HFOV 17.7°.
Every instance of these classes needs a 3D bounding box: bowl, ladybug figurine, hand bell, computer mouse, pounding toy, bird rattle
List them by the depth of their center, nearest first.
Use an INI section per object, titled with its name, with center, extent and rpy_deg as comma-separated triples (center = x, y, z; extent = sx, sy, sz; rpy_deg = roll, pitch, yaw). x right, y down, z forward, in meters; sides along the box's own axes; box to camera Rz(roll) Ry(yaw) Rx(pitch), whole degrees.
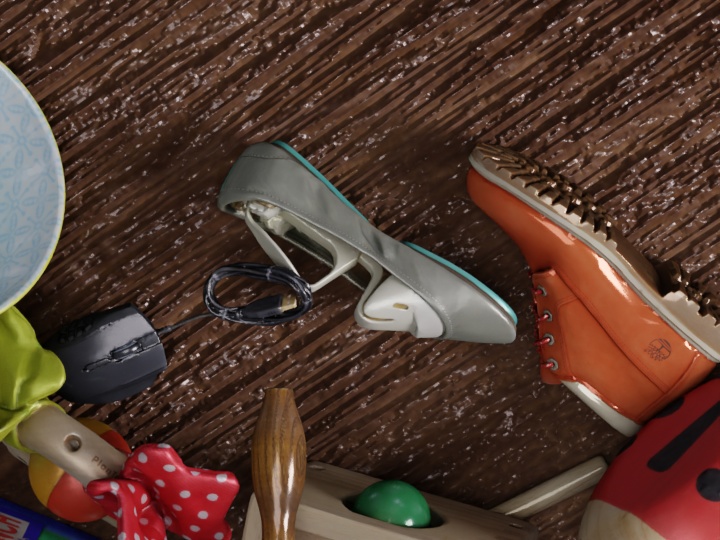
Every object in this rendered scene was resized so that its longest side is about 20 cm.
[hand bell]
center = -0.046, 0.168, 1.335
extent = 0.104, 0.104, 0.200
rpy_deg = 0, 84, 6
[ladybug figurine]
center = 0.203, 0.125, 1.358
extent = 0.200, 0.136, 0.072
rpy_deg = -43, 122, -21
[bowl]
center = -0.290, -0.043, 1.390
extent = 0.200, 0.200, 0.108
rpy_deg = 52, 145, -6
[bird rattle]
center = -0.163, 0.113, 1.400
extent = 0.200, 0.163, 0.113
rpy_deg = 25, 77, 6
[computer mouse]
center = -0.118, 0.040, 1.410
extent = 0.200, 0.034, 0.059
rpy_deg = -21, 103, 28
[pounding toy]
center = 0.032, 0.198, 1.419
extent = 0.184, 0.142, 0.200
rpy_deg = 15, 101, 17

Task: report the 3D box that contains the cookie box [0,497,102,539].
[cookie box]
center = -0.192, 0.215, 1.414
extent = 0.200, 0.171, 0.075
rpy_deg = 22, 101, 1

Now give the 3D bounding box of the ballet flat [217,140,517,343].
[ballet flat]
center = 0.000, 0.000, 1.398
extent = 0.200, 0.067, 0.064
rpy_deg = 36, 69, 2

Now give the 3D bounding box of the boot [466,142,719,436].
[boot]
center = 0.124, 0.013, 1.390
extent = 0.200, 0.075, 0.107
rpy_deg = 42, 108, -5
